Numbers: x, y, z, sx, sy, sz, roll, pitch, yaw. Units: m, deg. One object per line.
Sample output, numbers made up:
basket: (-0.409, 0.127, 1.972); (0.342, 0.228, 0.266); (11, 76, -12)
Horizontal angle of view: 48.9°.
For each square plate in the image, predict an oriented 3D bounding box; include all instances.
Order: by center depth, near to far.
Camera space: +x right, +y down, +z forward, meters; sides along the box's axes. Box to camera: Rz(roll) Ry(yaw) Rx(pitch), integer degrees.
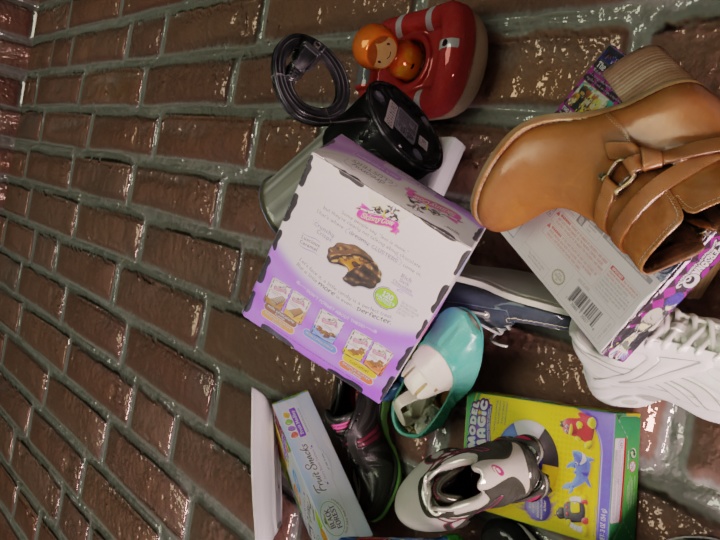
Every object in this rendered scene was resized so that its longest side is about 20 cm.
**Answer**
square plate: (-0.121, 0.258, 1.032); (0.198, 0.028, 0.201); (104, 163, -76)

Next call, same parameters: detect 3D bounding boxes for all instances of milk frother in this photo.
milk frother: (-0.050, -0.131, 0.864); (0.188, 0.181, 0.200); (-36, 96, 32)

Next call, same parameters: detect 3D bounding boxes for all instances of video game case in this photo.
video game case: (0.204, -0.060, 0.632); (0.182, 0.036, 0.200); (-54, 39, 21)

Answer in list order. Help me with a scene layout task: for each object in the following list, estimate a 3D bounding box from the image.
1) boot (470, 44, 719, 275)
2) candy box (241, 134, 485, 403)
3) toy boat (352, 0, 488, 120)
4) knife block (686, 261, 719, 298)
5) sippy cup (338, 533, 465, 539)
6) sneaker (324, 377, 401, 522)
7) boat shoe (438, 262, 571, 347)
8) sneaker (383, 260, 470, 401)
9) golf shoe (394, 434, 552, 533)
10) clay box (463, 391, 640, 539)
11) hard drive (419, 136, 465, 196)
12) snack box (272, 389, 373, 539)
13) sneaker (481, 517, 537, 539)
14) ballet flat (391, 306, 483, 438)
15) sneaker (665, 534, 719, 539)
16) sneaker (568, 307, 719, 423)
boot: (0.178, -0.052, 0.578); (0.200, 0.077, 0.156); (-35, 48, 24)
candy box: (0.000, 0.000, 0.762); (0.167, 0.072, 0.200); (32, 121, 7)
toy boat: (0.048, -0.246, 0.915); (0.200, 0.130, 0.131); (5, 87, 51)
knife block: (0.271, -0.076, 0.654); (0.200, 0.064, 0.176); (43, 114, 46)
sippy cup: (0.031, 0.324, 0.785); (0.140, 0.130, 0.179); (-91, 12, -76)
sneaker: (-0.005, 0.192, 0.930); (0.077, 0.084, 0.201); (-23, 68, 47)
boat shoe: (0.126, 0.032, 0.791); (0.199, 0.075, 0.062); (12, 108, 23)
sneaker: (0.060, 0.055, 0.897); (0.083, 0.071, 0.200); (27, 98, 55)
golf shoe: (0.083, 0.202, 0.749); (0.200, 0.088, 0.077); (-39, 59, 44)
clay box: (0.165, 0.180, 0.756); (0.200, 0.047, 0.115); (-1, 82, 50)
hard drive: (0.036, -0.060, 0.921); (0.132, 0.027, 0.201); (9, 72, 56)
snack box: (-0.047, 0.265, 0.945); (0.143, 0.053, 0.200); (90, 156, -49)
sneaker: (0.137, 0.331, 0.728); (0.076, 0.087, 0.201); (-33, 59, 43)
ballet flat: (0.071, 0.116, 0.805); (0.067, 0.070, 0.200); (47, 148, 24)
sneaker: (0.215, 0.265, 0.644); (0.200, 0.079, 0.074); (-25, 63, 30)
sneaker: (0.248, 0.062, 0.624); (0.200, 0.099, 0.078); (-11, 40, 48)
